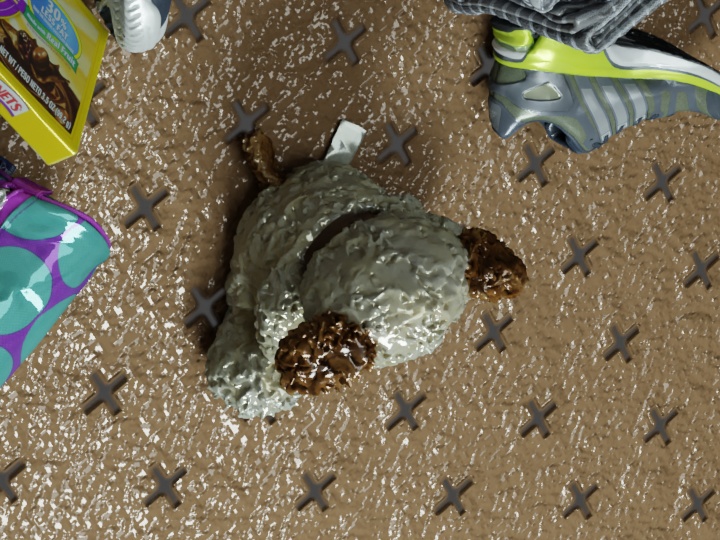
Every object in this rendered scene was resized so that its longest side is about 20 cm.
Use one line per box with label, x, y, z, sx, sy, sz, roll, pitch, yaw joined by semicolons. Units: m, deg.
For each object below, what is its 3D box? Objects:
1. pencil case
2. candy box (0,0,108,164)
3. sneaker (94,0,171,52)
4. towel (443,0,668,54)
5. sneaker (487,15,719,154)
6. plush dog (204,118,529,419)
pencil case;-0.234;0.035;1.399;0.200;0.085;0.092;-52;143;-9
candy box;-0.211;-0.159;1.347;0.200;0.026;0.103;50;33;-37
sneaker;-0.088;-0.227;1.410;0.129;0.079;0.201;-6;100;-24
towel;0.146;-0.220;1.526;0.200;0.165;0.086;-39;130;-17
sneaker;0.162;-0.118;1.640;0.199;0.074;0.081;7;109;-29
plush dog;0.000;0.000;1.495;0.199;0.171;0.161;-31;122;-21
